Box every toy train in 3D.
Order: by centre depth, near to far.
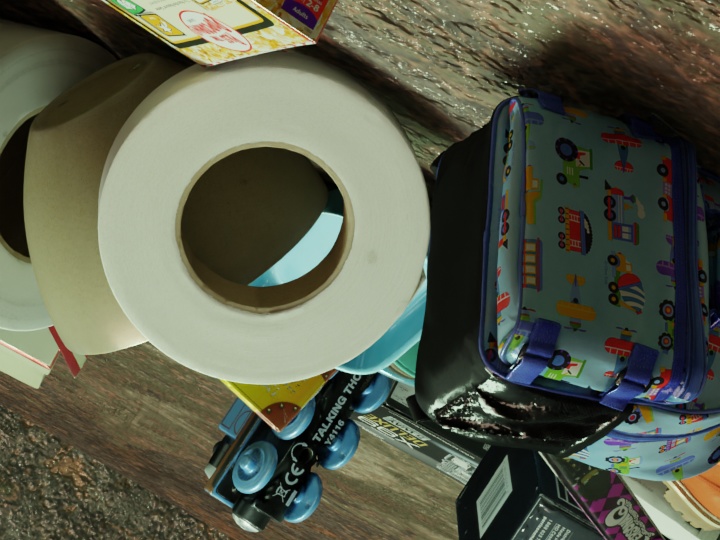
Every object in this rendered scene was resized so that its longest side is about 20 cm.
[{"bbox_3d":[-0.056,0.119,1.959,0.087,0.201,0.114,36,174,-37],"label":"toy train"}]

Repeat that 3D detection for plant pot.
[{"bbox_3d":[-0.139,-0.059,1.520,0.200,0.200,0.135,4,129,58],"label":"plant pot"}]

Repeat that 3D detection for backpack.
[{"bbox_3d":[0.140,0.013,1.245,0.199,0.184,0.135,17,153,-18],"label":"backpack"}]

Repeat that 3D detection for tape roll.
[{"bbox_3d":[-0.057,-0.030,1.410,0.202,0.203,0.037,31,-165,-16],"label":"tape roll"},{"bbox_3d":[-0.259,-0.072,1.614,0.139,0.204,0.203,16,163,37],"label":"tape roll"}]

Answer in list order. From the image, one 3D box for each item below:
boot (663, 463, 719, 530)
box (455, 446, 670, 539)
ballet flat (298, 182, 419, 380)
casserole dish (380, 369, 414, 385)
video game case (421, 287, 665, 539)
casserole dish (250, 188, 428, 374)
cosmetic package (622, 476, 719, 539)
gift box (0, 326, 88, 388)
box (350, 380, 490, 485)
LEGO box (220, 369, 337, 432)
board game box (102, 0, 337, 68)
[{"bbox_3d":[0.233,0.104,1.649,0.200,0.075,0.107,39,145,-28],"label":"boot"},{"bbox_3d":[0.188,0.227,1.875,0.197,0.124,0.200,29,-162,-9],"label":"box"},{"bbox_3d":[0.000,0.000,1.691,0.068,0.068,0.200,27,158,46],"label":"ballet flat"},{"bbox_3d":[0.063,0.062,1.814,0.199,0.039,0.121,18,161,29],"label":"casserole dish"},{"bbox_3d":[0.118,0.091,1.605,0.182,0.036,0.200,53,-179,-33],"label":"video game case"},{"bbox_3d":[-0.006,0.005,1.590,0.121,0.039,0.200,30,149,-10],"label":"casserole dish"},{"bbox_3d":[0.237,0.150,1.753,0.200,0.083,0.051,34,162,-30],"label":"cosmetic package"},{"bbox_3d":[-0.296,0.000,1.974,0.183,0.201,0.187,23,166,-6],"label":"gift box"},{"bbox_3d":[0.090,0.148,2.086,0.199,0.050,0.158,30,167,-11],"label":"box"},{"bbox_3d":[-0.112,0.024,1.800,0.200,0.077,0.149,43,177,-6],"label":"LEGO box"},{"bbox_3d":[-0.124,-0.185,1.270,0.199,0.047,0.151,33,165,-24],"label":"board game box"}]
